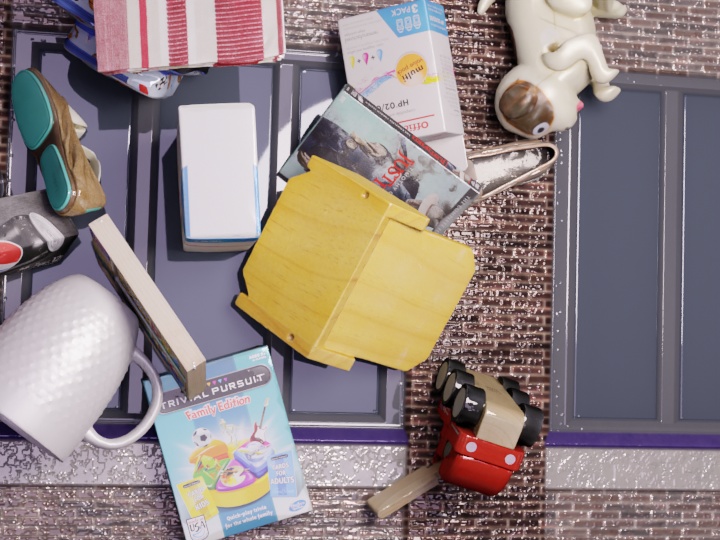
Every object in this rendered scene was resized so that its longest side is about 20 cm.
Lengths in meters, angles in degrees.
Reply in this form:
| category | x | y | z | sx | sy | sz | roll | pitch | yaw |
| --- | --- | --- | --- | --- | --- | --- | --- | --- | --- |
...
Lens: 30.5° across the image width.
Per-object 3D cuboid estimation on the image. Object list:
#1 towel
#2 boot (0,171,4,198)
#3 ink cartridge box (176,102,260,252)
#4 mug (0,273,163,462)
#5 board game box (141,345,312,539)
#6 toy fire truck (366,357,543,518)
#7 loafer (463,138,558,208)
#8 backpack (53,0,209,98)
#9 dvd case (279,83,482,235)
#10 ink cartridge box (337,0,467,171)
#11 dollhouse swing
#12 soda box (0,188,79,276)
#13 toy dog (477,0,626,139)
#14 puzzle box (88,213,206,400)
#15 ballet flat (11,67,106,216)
| category | x | y | z | sx | sy | sz | roll | pitch | yaw |
| --- | --- | --- | --- | --- | --- | --- | --- | --- | --- |
| towel | -0.180 | -0.282 | 1.380 | 0.200 | 0.023 | 0.144 | -4 | 84 | 2 |
| boot | -0.499 | -0.115 | 1.471 | 0.200 | 0.070 | 0.132 | 36 | 36 | 27 |
| ink cartridge box | -0.161 | -0.098 | 1.475 | 0.085 | 0.200 | 0.145 | -3 | 87 | -7 |
| mug | -0.313 | 0.114 | 1.460 | 0.200 | 0.148 | 0.175 | 38 | 74 | -6 |
| board game box | -0.156 | 0.203 | 1.536 | 0.151 | 0.047 | 0.200 | -16 | 90 | -12 |
| toy fire truck | 0.104 | 0.217 | 1.531 | 0.129 | 0.176 | 0.200 | 19 | 98 | -10 |
| loafer | 0.147 | -0.117 | 1.604 | 0.200 | 0.063 | 0.072 | -21 | 90 | -12 |
| backpack | -0.252 | -0.288 | 1.484 | 0.190 | 0.200 | 0.154 | 38 | 94 | -4 |
| dvd case | 0.022 | -0.108 | 1.554 | 0.200 | 0.022 | 0.146 | 36 | 125 | -9 |
| ink cartridge box | 0.051 | -0.208 | 1.563 | 0.115 | 0.068 | 0.200 | -10 | 88 | 23 |
| dollhouse swing | 0.000 | 0.000 | 1.555 | 0.182 | 0.176 | 0.200 | 34 | 102 | 32 |
| soda box | -0.413 | -0.030 | 1.434 | 0.200 | 0.063 | 0.071 | -18 | 70 | -43 |
| toy dog | 0.226 | -0.258 | 1.593 | 0.194 | 0.140 | 0.200 | 14 | 84 | 3 |
| puzzle box | -0.234 | 0.044 | 1.460 | 0.025 | 0.133 | 0.200 | -32 | 76 | -16 |
| ballet flat | -0.337 | -0.143 | 1.500 | 0.072 | 0.068 | 0.200 | 7 | 47 | -49 |
